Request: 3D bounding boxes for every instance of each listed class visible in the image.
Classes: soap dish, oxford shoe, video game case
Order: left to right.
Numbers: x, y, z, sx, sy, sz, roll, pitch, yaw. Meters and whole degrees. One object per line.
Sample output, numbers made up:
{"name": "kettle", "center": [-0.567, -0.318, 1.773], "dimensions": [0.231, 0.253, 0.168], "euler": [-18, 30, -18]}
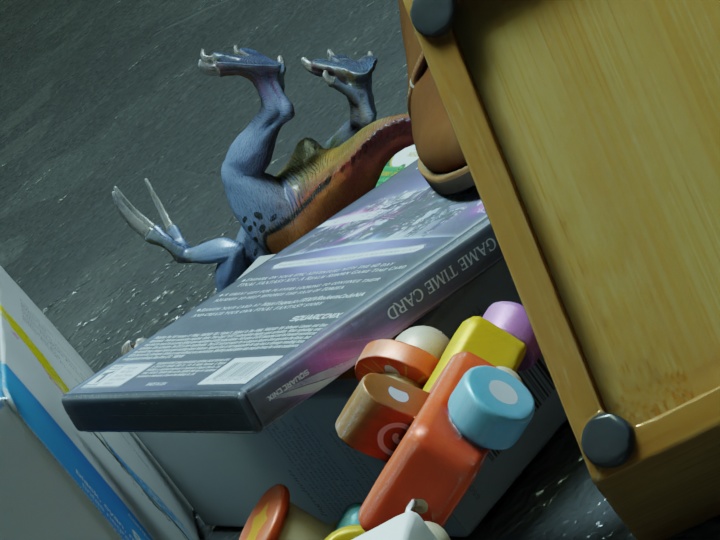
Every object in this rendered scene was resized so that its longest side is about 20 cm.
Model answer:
{"name": "video game case", "center": [0.000, 0.000, 0.861], "dimensions": [0.199, 0.019, 0.143], "euler": [-34, 14, -28]}
{"name": "oxford shoe", "center": [0.038, -0.087, 0.910], "dimensions": [0.071, 0.071, 0.200], "euler": [-31, 20, 10]}
{"name": "soap dish", "center": [0.107, -0.037, 0.722], "dimensions": [0.157, 0.201, 0.081], "euler": [-28, -16, 27]}

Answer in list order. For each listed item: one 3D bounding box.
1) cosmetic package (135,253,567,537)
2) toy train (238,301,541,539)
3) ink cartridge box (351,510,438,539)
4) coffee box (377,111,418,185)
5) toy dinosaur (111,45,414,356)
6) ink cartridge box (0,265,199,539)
{"name": "cosmetic package", "center": [-0.003, 0.044, 0.932], "dimensions": [0.101, 0.071, 0.200], "euler": [-47, 19, -27]}
{"name": "toy train", "center": [-0.004, 0.078, 0.739], "dimensions": [0.201, 0.055, 0.150], "euler": [-60, -2, 36]}
{"name": "ink cartridge box", "center": [0.004, 0.165, 0.543], "dimensions": [0.067, 0.117, 0.200], "euler": [-28, 21, 25]}
{"name": "coffee box", "center": [0.066, -0.066, 1.120], "dimensions": [0.200, 0.044, 0.123], "euler": [-44, 19, -18]}
{"name": "toy dinosaur", "center": [-0.047, -0.007, 1.052], "dimensions": [0.104, 0.183, 0.200], "euler": [-5, 22, -30]}
{"name": "ink cartridge box", "center": [-0.154, 0.114, 0.926], "dimensions": [0.147, 0.145, 0.200], "euler": [-37, 18, 2]}
